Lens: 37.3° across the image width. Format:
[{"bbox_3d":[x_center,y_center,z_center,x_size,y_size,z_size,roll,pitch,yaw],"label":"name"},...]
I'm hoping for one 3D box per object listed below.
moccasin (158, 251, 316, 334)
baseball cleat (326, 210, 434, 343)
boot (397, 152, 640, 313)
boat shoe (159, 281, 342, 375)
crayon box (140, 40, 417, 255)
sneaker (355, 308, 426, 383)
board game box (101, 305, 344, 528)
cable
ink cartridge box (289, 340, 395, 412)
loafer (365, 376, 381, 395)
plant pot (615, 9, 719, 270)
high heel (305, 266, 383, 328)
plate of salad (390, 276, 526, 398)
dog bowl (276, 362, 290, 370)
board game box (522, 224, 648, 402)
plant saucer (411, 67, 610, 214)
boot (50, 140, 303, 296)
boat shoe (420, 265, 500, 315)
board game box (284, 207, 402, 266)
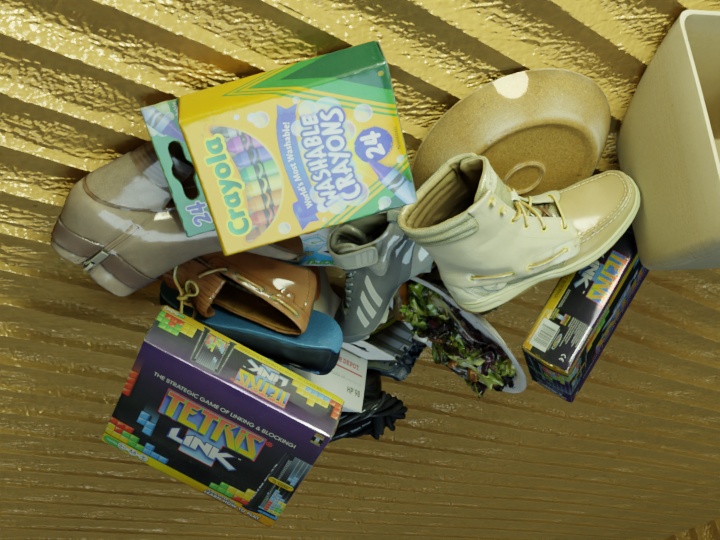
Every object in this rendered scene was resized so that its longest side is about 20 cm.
[{"bbox_3d":[-0.142,0.013,1.025,0.199,0.079,0.074,21,146,-12],"label":"moccasin"},{"bbox_3d":[0.000,0.000,1.051,0.105,0.070,0.200,16,137,-23],"label":"baseball cleat"},{"bbox_3d":[0.143,-0.054,0.945,0.198,0.073,0.155,-30,139,11],"label":"boot"},{"bbox_3d":[-0.117,0.064,1.083,0.198,0.084,0.069,23,138,16],"label":"boat shoe"},{"bbox_3d":[-0.064,-0.092,0.856,0.197,0.052,0.127,-15,123,1],"label":"crayon box"},{"bbox_3d":[0.055,0.087,1.282,0.198,0.082,0.074,-27,150,26],"label":"sneaker"},{"bbox_3d":[-0.138,0.148,1.045,0.198,0.057,0.166,28,131,-4],"label":"board game box"},{"bbox_3d":[-0.019,0.197,1.350,0.161,0.052,0.199,6,156,-34],"label":"cable"},{"bbox_3d":[-0.072,0.119,1.234,0.198,0.068,0.116,-3,160,32],"label":"ink cartridge box"},{"bbox_3d":[-0.066,0.156,1.371,0.197,0.064,0.072,-8,171,-11],"label":"loafer"},{"bbox_3d":[0.340,-0.092,0.955,0.197,0.203,0.177,-2,161,-19],"label":"plant pot"},{"bbox_3d":[-0.065,0.029,1.161,0.095,0.068,0.199,-12,159,36],"label":"high heel"},{"bbox_3d":[0.091,0.073,1.143,0.048,0.199,0.201,-50,158,-17],"label":"plate of salad"},{"bbox_3d":[-0.125,0.123,1.161,0.110,0.203,0.049,-22,169,24],"label":"dog bowl"},{"bbox_3d":[0.244,0.026,1.108,0.201,0.056,0.165,-58,159,-7],"label":"board game box"},{"bbox_3d":[0.144,-0.096,0.981,0.197,0.036,0.201,-13,143,-10],"label":"plant saucer"},{"bbox_3d":[-0.168,-0.029,0.952,0.146,0.071,0.199,-41,123,19],"label":"boot"},{"bbox_3d":[0.133,0.007,1.122,0.074,0.069,0.200,-33,-179,-26],"label":"boat shoe"},{"bbox_3d":[0.003,-0.048,1.054,0.197,0.035,0.126,1,150,-25],"label":"board game box"}]
